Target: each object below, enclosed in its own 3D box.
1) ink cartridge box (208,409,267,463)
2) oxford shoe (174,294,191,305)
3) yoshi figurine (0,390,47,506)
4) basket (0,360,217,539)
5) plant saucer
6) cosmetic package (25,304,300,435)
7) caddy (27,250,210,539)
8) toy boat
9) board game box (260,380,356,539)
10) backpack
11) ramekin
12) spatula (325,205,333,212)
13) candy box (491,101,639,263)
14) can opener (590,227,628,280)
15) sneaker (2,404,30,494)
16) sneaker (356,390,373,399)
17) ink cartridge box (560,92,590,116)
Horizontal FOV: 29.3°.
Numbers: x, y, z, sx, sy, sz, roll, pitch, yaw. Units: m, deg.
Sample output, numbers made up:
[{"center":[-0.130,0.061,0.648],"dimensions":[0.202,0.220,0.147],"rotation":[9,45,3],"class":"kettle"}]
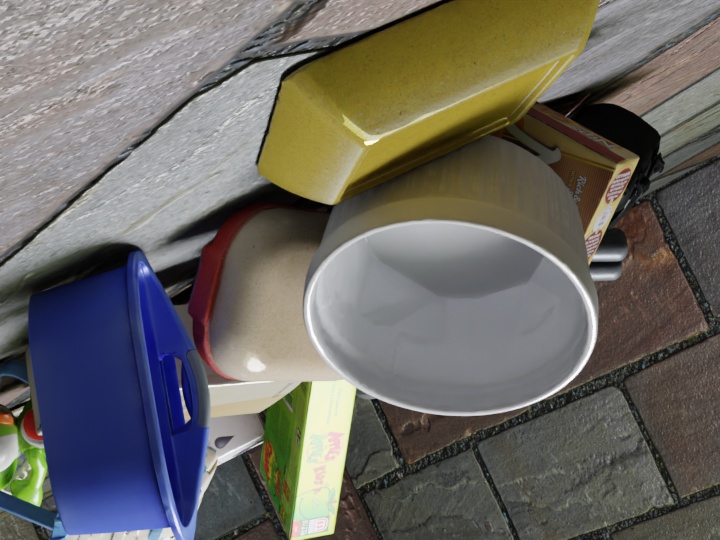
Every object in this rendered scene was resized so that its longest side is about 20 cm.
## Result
[{"center":[-0.131,0.109,1.405],"dimensions":[0.198,0.146,0.084],"rotation":[-26,173,-6],"class":"ink cartridge box"},{"center":[-0.140,0.052,1.255],"dimensions":[0.199,0.072,0.073],"rotation":[-32,177,39],"class":"oxford shoe"},{"center":[-0.303,0.162,1.290],"dimensions":[0.197,0.114,0.112],"rotation":[-6,-162,-9],"class":"yoshi figurine"},{"center":[-0.235,0.177,1.174],"dimensions":[0.140,0.198,0.177],"rotation":[-71,-173,-47],"class":"basket"},{"center":[0.043,-0.102,0.811],"dimensions":[0.198,0.049,0.200],"rotation":[-25,173,-13],"class":"plant saucer"},{"center":[-0.156,0.076,1.098],"dimensions":[0.198,0.072,0.105],"rotation":[-3,160,-29],"class":"cosmetic package"},{"center":[-0.154,0.090,0.935],"dimensions":[0.103,0.203,0.141],"rotation":[-11,171,-2],"class":"caddy"},{"center":[-0.063,0.010,1.052],"dimensions":[0.130,0.132,0.199],"rotation":[22,-170,40],"class":"toy boat"},{"center":[-0.051,0.144,1.295],"dimensions":[0.047,0.102,0.202],"rotation":[-6,127,-20],"class":"board game box"},{"center":[0.176,-0.059,1.314],"dimensions":[0.163,0.153,0.201],"rotation":[-47,166,-53],"class":"backpack"},{"center":[0.064,-0.001,0.942],"dimensions":[0.199,0.200,0.106],"rotation":[-30,-145,35],"class":"ramekin"},{"center":[-0.046,-0.009,1.179],"dimensions":[0.057,0.020,0.201],"rotation":[-48,172,-37],"class":"spatula"},{"center":[0.115,-0.021,1.046],"dimensions":[0.055,0.115,0.202],"rotation":[-17,133,-60],"class":"candy box"},{"center":[0.139,-0.004,1.215],"dimensions":[0.197,0.067,0.053],"rotation":[-4,142,-9],"class":"can opener"},{"center":[-0.371,0.200,1.420],"dimensions":[0.199,0.091,0.067],"rotation":[-22,172,-39],"class":"sneaker"},{"center":[0.014,0.049,1.306],"dimensions":[0.084,0.075,0.201],"rotation":[-15,141,-35],"class":"sneaker"},{"center":[0.097,-0.095,1.228],"dimensions":[0.162,0.057,0.200],"rotation":[-34,-169,49],"class":"ink cartridge box"}]
